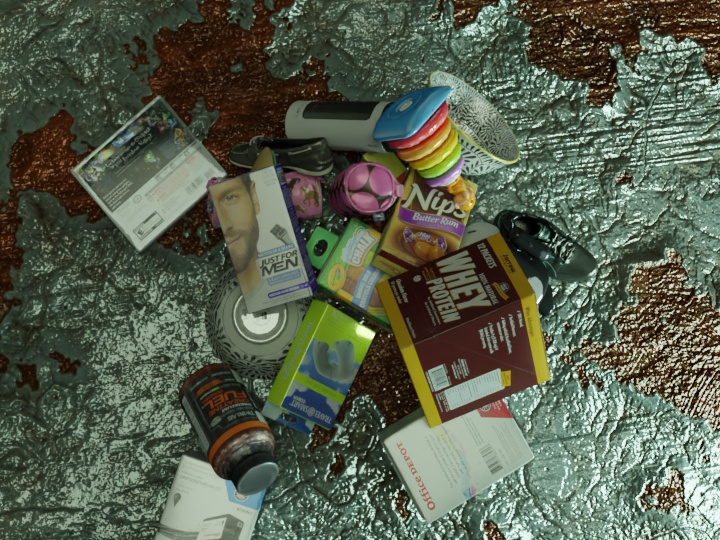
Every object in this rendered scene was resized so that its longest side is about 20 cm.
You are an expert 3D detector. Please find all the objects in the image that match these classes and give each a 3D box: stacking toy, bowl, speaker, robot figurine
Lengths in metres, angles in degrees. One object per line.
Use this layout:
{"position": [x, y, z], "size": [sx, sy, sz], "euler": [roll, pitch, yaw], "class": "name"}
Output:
{"position": [0.119, -0.172, 1.232], "size": [0.116, 0.109, 0.201], "euler": [-49, 117, -21], "class": "stacking toy"}
{"position": [0.162, -0.227, 1.349], "size": [0.201, 0.201, 0.094], "euler": [47, 122, 2], "class": "bowl"}
{"position": [-0.161, 0.075, 1.318], "size": [0.197, 0.094, 0.205], "euler": [1, 83, -4], "class": "bowl"}
{"position": [-0.028, -0.236, 1.321], "size": [0.197, 0.081, 0.083], "euler": [10, 81, 36], "class": "speaker"}
{"position": [0.228, 0.008, 1.329], "size": [0.199, 0.125, 0.151], "euler": [36, 86, -15], "class": "robot figurine"}

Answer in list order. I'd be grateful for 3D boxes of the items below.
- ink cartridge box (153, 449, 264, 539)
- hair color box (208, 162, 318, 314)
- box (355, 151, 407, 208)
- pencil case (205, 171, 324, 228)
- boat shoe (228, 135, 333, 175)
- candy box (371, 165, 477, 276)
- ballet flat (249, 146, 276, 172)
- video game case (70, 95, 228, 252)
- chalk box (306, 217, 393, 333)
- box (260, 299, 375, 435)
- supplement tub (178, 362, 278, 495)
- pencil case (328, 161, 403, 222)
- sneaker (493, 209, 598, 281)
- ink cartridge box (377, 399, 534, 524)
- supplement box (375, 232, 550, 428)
{"position": [-0.243, 0.406, 1.278], "size": [0.143, 0.084, 0.203], "euler": [18, 83, -2], "class": "ink cartridge box"}
{"position": [-0.145, -0.048, 1.221], "size": [0.107, 0.065, 0.204], "euler": [-16, 97, 8], "class": "hair color box"}
{"position": [0.072, -0.131, 1.368], "size": [0.050, 0.075, 0.201], "euler": [-38, 86, -9], "class": "box"}
{"position": [-0.157, -0.120, 1.345], "size": [0.196, 0.087, 0.084], "euler": [-5, 77, -7], "class": "pencil case"}
{"position": [-0.134, -0.202, 1.334], "size": [0.197, 0.067, 0.058], "euler": [10, 127, 24], "class": "boat shoe"}
{"position": [0.103, -0.074, 1.271], "size": [0.115, 0.057, 0.202], "euler": [25, 56, -7], "class": "candy box"}
{"position": [-0.162, -0.090, 1.269], "size": [0.062, 0.068, 0.204], "euler": [-5, 100, -22], "class": "ballet flat"}
{"position": [-0.356, -0.164, 1.368], "size": [0.200, 0.023, 0.182], "euler": [-42, 88, -7], "class": "video game case"}
{"position": [0.000, 0.000, 1.322], "size": [0.198, 0.124, 0.126], "euler": [29, 83, -1], "class": "chalk box"}
{"position": [-0.068, 0.164, 1.310], "size": [0.121, 0.047, 0.203], "euler": [32, 79, -39], "class": "box"}
{"position": [-0.199, 0.246, 1.247], "size": [0.106, 0.107, 0.200], "euler": [-35, 53, -7], "class": "supplement tub"}
{"position": [0.004, -0.124, 1.301], "size": [0.092, 0.200, 0.093], "euler": [-5, 95, -10], "class": "pencil case"}
{"position": [0.318, -0.040, 1.374], "size": [0.197, 0.079, 0.076], "euler": [26, 82, -2], "class": "sneaker"}
{"position": [0.144, 0.280, 1.290], "size": [0.198, 0.145, 0.147], "euler": [-28, 86, -7], "class": "ink cartridge box"}
{"position": [0.152, 0.090, 1.182], "size": [0.197, 0.199, 0.134], "euler": [-22, 44, 0], "class": "supplement box"}
